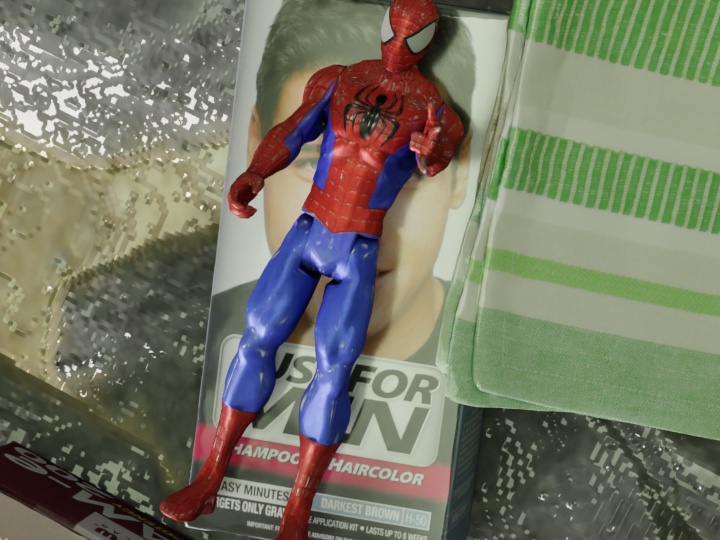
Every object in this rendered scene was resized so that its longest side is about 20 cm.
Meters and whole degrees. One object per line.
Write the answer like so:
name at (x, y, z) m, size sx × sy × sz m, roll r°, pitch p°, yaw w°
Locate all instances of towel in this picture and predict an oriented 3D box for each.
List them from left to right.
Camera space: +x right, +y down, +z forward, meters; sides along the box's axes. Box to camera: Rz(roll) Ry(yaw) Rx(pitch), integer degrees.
towel at (0.115, -0.042, 0.828) m, size 0.152 × 0.023 × 0.201 m, roll 9°, pitch 95°, yaw -15°

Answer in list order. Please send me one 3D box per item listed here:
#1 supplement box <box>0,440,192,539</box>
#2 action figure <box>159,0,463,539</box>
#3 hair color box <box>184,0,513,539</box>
supplement box at (-0.140, 0.181, 0.914) m, size 0.109 × 0.061 × 0.200 m, roll 28°, pitch 101°, yaw 8°
action figure at (-0.016, 0.001, 0.794) m, size 0.065 × 0.099 × 0.201 m, roll 20°, pitch 97°, yaw 9°
hair color box at (0.000, 0.000, 0.867) m, size 0.099 × 0.061 × 0.201 m, roll 8°, pitch 96°, yaw 12°
